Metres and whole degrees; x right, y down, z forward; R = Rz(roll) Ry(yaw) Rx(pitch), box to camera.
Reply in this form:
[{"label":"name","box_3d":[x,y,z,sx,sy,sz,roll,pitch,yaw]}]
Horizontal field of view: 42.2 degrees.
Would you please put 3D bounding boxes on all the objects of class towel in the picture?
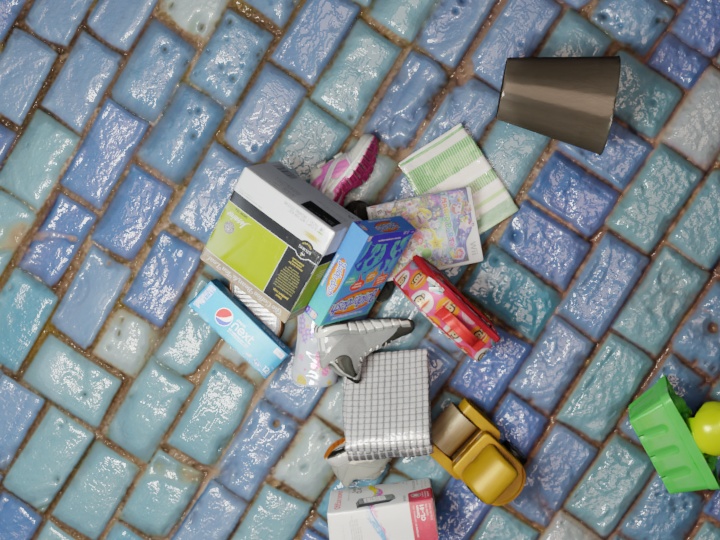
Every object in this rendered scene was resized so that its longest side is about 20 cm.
[{"label":"towel","box_3d":[0.052,0.250,1.729,0.164,0.086,0.201,-6,53,9]},{"label":"towel","box_3d":[0.183,-0.157,1.764,0.152,0.023,0.201,-33,92,3]}]

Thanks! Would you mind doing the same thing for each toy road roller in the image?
[{"label":"toy road roller","box_3d":[0.219,0.348,1.735,0.200,0.146,0.123,43,94,-1]}]

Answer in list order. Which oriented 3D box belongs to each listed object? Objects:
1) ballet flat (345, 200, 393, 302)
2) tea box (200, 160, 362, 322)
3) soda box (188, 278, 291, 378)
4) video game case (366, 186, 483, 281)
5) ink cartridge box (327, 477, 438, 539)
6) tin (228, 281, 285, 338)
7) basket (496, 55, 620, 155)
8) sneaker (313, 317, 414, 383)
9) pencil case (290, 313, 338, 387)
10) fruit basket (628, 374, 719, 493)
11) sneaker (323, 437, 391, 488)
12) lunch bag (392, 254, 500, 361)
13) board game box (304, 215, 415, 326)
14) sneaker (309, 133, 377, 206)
[{"label":"ballet flat","box_3d":[0.019,-0.037,1.773,0.066,0.057,0.201,-18,99,-22]},{"label":"tea box","box_3d":[-0.139,-0.053,1.643,0.200,0.134,0.197,37,112,12]},{"label":"soda box","box_3d":[-0.223,0.106,1.738,0.200,0.068,0.064,45,94,-2]},{"label":"video game case","box_3d":[0.121,-0.068,1.742,0.199,0.018,0.144,-12,97,-5]},{"label":"ink cartridge box","box_3d":[0.042,0.458,1.749,0.198,0.148,0.086,-7,93,2]},{"label":"tin","box_3d":[-0.197,0.056,1.786,0.111,0.042,0.202,2,94,-2]},{"label":"basket","box_3d":[0.354,-0.314,1.697,0.199,0.136,0.182,9,90,5]},{"label":"sneaker","box_3d":[0.009,0.148,1.725,0.199,0.075,0.116,-3,89,-22]},{"label":"pencil case","box_3d":[-0.083,0.120,1.761,0.090,0.083,0.202,0,95,-16]},{"label":"fruit basket","box_3d":[0.619,0.291,1.711,0.214,0.155,0.217,3,102,15]},{"label":"sneaker","box_3d":[0.036,0.348,1.787,0.199,0.076,0.092,-22,106,7]},{"label":"lunch bag","box_3d":[0.158,0.074,1.682,0.082,0.176,0.200,-45,117,5]},{"label":"board game box","box_3d":[0.000,0.000,1.662,0.045,0.152,0.201,42,119,24]},{"label":"sneaker","box_3d":[-0.046,-0.183,1.741,0.088,0.081,0.200,36,81,20]}]
